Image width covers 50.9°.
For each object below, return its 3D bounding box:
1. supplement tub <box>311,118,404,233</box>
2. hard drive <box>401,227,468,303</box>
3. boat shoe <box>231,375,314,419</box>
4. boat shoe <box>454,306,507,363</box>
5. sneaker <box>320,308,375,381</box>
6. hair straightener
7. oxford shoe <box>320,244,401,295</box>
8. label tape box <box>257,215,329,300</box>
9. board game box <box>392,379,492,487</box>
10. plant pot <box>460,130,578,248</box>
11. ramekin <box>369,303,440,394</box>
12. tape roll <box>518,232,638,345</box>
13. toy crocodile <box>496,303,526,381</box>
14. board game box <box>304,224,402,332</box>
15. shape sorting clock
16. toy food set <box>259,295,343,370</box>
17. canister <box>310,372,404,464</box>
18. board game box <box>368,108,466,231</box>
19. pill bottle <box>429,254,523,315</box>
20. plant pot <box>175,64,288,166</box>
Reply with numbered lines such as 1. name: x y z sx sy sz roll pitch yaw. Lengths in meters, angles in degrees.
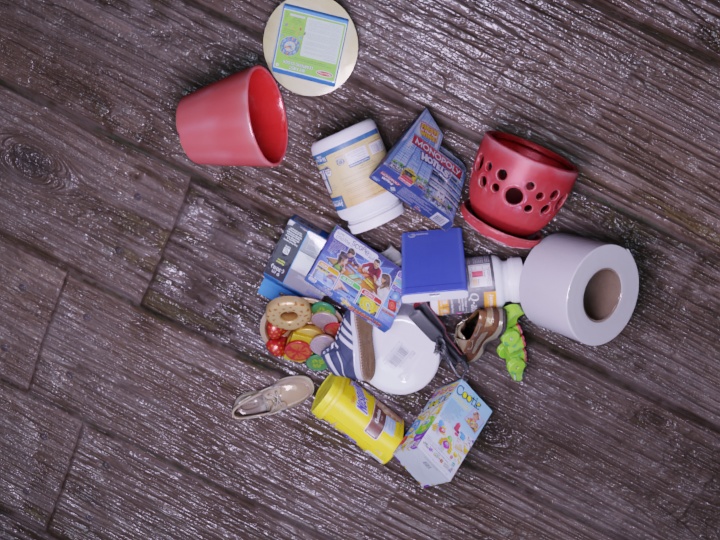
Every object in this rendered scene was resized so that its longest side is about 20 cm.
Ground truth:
1. supplement tub: -0.002 -0.192 1.552 0.143 0.145 0.202 -22 100 11
2. hard drive: 0.149 -0.014 1.553 0.130 0.201 0.026 -5 129 8
3. boat shoe: -0.200 0.297 1.731 0.198 0.065 0.073 -17 101 10
4. boat shoe: 0.235 0.131 1.597 0.073 0.076 0.201 12 144 -15
5. sneaker: -0.028 0.130 1.592 0.108 0.070 0.203 -4 88 38
6. hair straightener: 0.163 0.159 1.567 0.041 0.077 0.201 -24 108 36
7. oxford shoe: 0.000 0.000 1.620 0.198 0.075 0.058 -25 91 -10
8. label tape box: -0.130 0.004 1.654 0.143 0.063 0.202 28 104 -1
9. board game box: 0.177 0.348 1.623 0.105 0.200 0.103 47 143 -6
10. plant pot: 0.306 -0.158 1.505 0.198 0.201 0.184 22 114 1
11. ramekin: 0.086 0.172 1.653 0.198 0.098 0.203 1 103 6
12. tape roll: 0.437 0.034 1.516 0.201 0.139 0.206 -7 105 -29
13. toy crocodile: 0.326 0.155 1.614 0.061 0.068 0.202 -20 124 -4
14. board game box: 0.000 0.016 1.542 0.199 0.136 0.034 34 149 -8
15. shape sorting clock: -0.102 -0.462 1.553 0.197 0.039 0.203 1 104 5
16. toy food set: -0.123 0.135 1.656 0.196 0.049 0.201 14 128 -12
17. canister: -0.002 0.321 1.674 0.199 0.149 0.087 38 105 -6
18. board game box: 0.134 -0.217 1.523 0.199 0.201 0.062 32 144 -18
19. pill bottle: 0.242 0.029 1.592 0.197 0.116 0.118 -6 103 7
20. plant pot: -0.265 -0.301 1.542 0.175 0.200 0.203 -6 103 17
